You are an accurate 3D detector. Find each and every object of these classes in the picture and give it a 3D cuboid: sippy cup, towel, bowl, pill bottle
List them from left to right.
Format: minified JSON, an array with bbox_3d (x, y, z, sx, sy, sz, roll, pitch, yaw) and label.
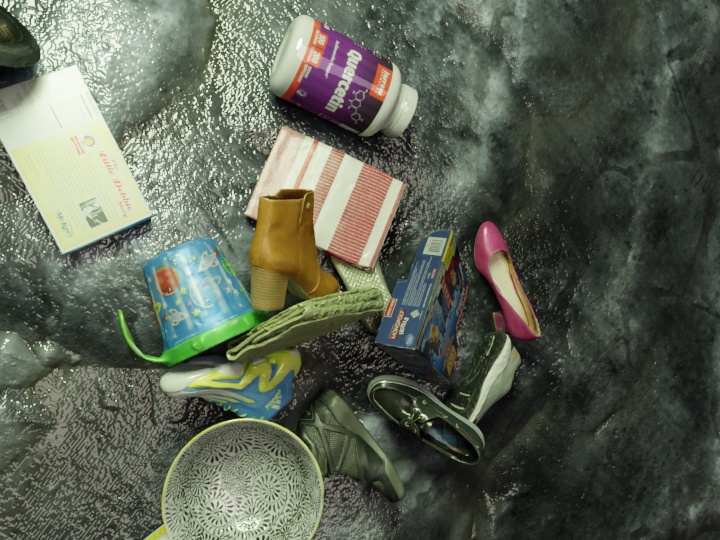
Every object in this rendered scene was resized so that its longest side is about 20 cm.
[{"bbox_3d":[-0.206,0.034,0.717,0.178,0.139,0.131,-23,89,-63],"label":"sippy cup"},{"bbox_3d":[-0.151,0.284,0.744,0.199,0.094,0.203,0,90,-9],"label":"bowl"},{"bbox_3d":[-0.065,0.069,0.728,0.199,0.148,0.037,-9,74,-60],"label":"towel"},{"bbox_3d":[-0.049,-0.102,0.811,0.199,0.023,0.145,24,81,-6],"label":"towel"},{"bbox_3d":[-0.021,-0.264,0.801,0.199,0.112,0.113,20,82,-22],"label":"pill bottle"}]

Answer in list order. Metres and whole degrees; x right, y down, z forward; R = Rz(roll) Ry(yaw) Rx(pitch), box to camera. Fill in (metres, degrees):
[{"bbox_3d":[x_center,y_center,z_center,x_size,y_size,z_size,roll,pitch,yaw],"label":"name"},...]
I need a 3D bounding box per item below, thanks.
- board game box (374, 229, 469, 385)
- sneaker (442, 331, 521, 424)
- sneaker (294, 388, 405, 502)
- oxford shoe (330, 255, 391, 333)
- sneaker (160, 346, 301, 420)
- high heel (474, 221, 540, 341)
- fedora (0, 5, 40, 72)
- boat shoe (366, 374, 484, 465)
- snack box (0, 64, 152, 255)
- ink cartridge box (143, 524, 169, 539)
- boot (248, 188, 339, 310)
[{"bbox_3d":[0.107,0.077,0.854,0.201,0.061,0.200,-67,149,-30],"label":"board game box"},{"bbox_3d":[0.202,0.200,0.925,0.079,0.074,0.201,43,74,-24],"label":"sneaker"},{"bbox_3d":[-0.024,0.281,0.823,0.114,0.076,0.200,-42,103,-16],"label":"sneaker"},{"bbox_3d":[0.000,0.000,0.845,0.075,0.058,0.202,-19,83,-6],"label":"oxford shoe"},{"bbox_3d":[-0.161,0.163,0.745,0.199,0.075,0.106,-6,100,-38],"label":"sneaker"},{"bbox_3d":[0.245,0.017,0.928,0.067,0.096,0.202,-10,94,-23],"label":"high heel"},{"bbox_3d":[-0.458,-0.252,0.603,0.199,0.201,0.092,28,112,-21],"label":"fedora"},{"bbox_3d":[0.099,0.223,0.847,0.199,0.057,0.069,29,104,3],"label":"boat shoe"},{"bbox_3d":[-0.355,-0.134,0.693,0.116,0.037,0.201,-28,101,-21],"label":"snack box"},{"bbox_3d":[-0.265,0.459,0.732,0.199,0.047,0.199,-33,104,-19],"label":"ink cartridge box"},{"bbox_3d":[-0.072,-0.032,0.731,0.201,0.070,0.145,-12,114,-65],"label":"boot"}]
